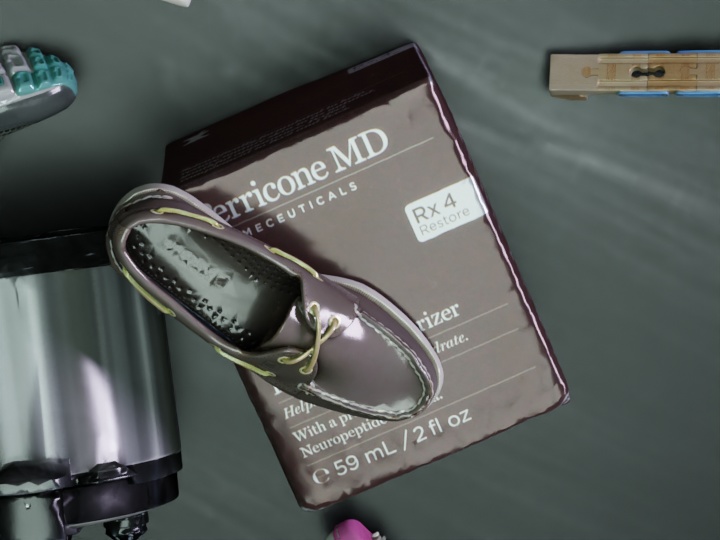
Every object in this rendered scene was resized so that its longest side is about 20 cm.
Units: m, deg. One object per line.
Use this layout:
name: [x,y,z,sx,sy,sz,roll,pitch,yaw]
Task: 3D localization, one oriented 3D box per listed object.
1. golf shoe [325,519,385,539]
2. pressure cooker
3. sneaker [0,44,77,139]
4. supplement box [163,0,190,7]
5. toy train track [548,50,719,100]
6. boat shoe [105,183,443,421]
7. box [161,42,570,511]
golf shoe: [0.013,0.248,1.678,0.091,0.075,0.200,-24,101,5]
pressure cooker: [-0.188,0.079,1.563,0.179,0.176,0.200,-5,94,38]
sneaker: [-0.250,-0.063,1.605,0.200,0.078,0.091,-21,118,5]
supplement box: [-0.177,-0.215,1.540,0.200,0.126,0.074,18,99,-8]
toy train track: [0.211,-0.111,1.621,0.200,0.033,0.115,1,74,10]
boat shoe: [-0.045,0.024,1.464,0.200,0.060,0.072,33,99,-8]
box: [0.000,0.000,1.575,0.166,0.164,0.200,-24,102,3]
